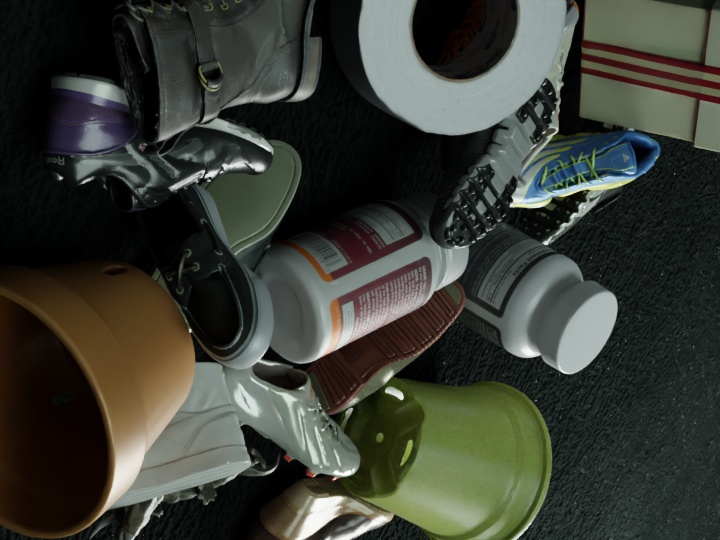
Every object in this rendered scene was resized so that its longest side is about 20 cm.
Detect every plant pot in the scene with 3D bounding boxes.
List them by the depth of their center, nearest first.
[{"bbox_3d":[-0.219,0.076,0.933,0.140,0.200,0.200,-36,142,-54],"label":"plant pot"},{"bbox_3d":[0.074,0.198,1.367,0.184,0.200,0.200,24,97,-42],"label":"plant pot"}]

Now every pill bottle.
[{"bbox_3d":[0.000,0.000,1.178,0.200,0.114,0.114,-24,132,-37],"label":"pill bottle"},{"bbox_3d":[0.158,0.020,1.303,0.116,0.200,0.116,-29,136,-33],"label":"pill bottle"}]

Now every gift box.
[{"bbox_3d":[0.351,-0.259,1.312,0.200,0.187,0.185,-54,150,-36],"label":"gift box"}]

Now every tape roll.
[{"bbox_3d":[0.077,-0.222,1.087,0.200,0.066,0.200,-9,112,-22],"label":"tape roll"}]

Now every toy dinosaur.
[{"bbox_3d":[-0.157,0.184,1.168,0.200,0.102,0.077,-25,97,-53],"label":"toy dinosaur"}]

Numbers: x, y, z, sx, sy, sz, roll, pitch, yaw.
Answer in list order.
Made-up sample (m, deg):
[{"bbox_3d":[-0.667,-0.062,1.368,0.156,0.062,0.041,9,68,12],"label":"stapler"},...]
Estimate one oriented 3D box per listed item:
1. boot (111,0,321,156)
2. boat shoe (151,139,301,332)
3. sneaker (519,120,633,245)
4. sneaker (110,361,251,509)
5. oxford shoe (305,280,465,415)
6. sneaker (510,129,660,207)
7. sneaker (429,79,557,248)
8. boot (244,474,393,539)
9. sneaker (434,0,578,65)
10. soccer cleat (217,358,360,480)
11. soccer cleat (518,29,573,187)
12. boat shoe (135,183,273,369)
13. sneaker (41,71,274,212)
[{"bbox_3d":[-0.105,-0.193,0.906,0.174,0.069,0.200,-20,109,-47],"label":"boot"},{"bbox_3d":[-0.117,-0.021,1.071,0.199,0.074,0.066,-61,173,-10],"label":"boat shoe"},{"bbox_3d":[0.262,-0.094,1.455,0.200,0.066,0.091,-53,141,-11],"label":"sneaker"},{"bbox_3d":[-0.204,0.140,1.085,0.200,0.116,0.074,-14,163,-4],"label":"sneaker"},{"bbox_3d":[0.024,0.076,1.289,0.200,0.071,0.074,-36,165,5],"label":"oxford shoe"},{"bbox_3d":[0.230,-0.118,1.335,0.200,0.105,0.076,-14,88,-23],"label":"sneaker"},{"bbox_3d":[0.107,-0.103,1.191,0.200,0.090,0.066,-59,134,-22],"label":"sneaker"},{"bbox_3d":[-0.064,0.300,1.382,0.166,0.072,0.200,-52,147,12],"label":"boot"},{"bbox_3d":[0.105,-0.234,1.177,0.200,0.078,0.112,-39,123,-10],"label":"sneaker"},{"bbox_3d":[-0.060,0.139,1.209,0.078,0.069,0.200,-47,124,11],"label":"soccer cleat"},{"bbox_3d":[0.179,-0.178,1.274,0.069,0.078,0.200,15,102,-52],"label":"soccer cleat"},{"bbox_3d":[-0.129,-0.003,0.967,0.069,0.200,0.057,-46,137,16],"label":"boat shoe"},{"bbox_3d":[-0.156,-0.084,0.957,0.200,0.076,0.088,13,87,-43],"label":"sneaker"}]
